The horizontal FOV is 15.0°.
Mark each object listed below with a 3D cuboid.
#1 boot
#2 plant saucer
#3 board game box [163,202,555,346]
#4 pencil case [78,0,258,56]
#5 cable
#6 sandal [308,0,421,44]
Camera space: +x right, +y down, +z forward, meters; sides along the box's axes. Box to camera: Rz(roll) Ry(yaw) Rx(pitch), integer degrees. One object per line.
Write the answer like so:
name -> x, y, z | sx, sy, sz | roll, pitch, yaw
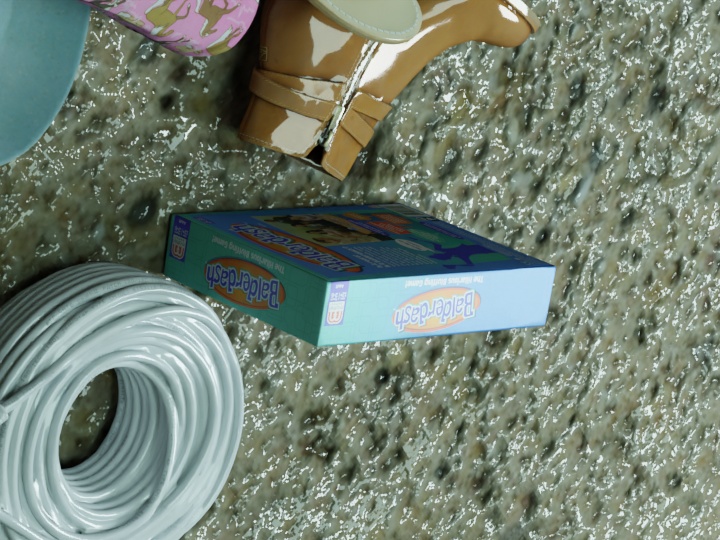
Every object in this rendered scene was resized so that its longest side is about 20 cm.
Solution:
boot -> 0.017, -0.129, 1.751 | 0.200, 0.077, 0.155 | 16, 92, -42
plant saucer -> -0.217, -0.158, 1.520 | 0.201, 0.039, 0.201 | -28, 121, -60
board game box -> 0.000, 0.000, 1.738 | 0.200, 0.152, 0.045 | -3, 109, -42
pencil case -> -0.131, -0.182, 1.552 | 0.083, 0.086, 0.200 | -64, 155, 2
cable -> -0.164, 0.095, 1.680 | 0.200, 0.069, 0.200 | -49, 134, -19
sandal -> -0.023, -0.217, 1.628 | 0.212, 0.070, 0.078 | 38, 41, -22
